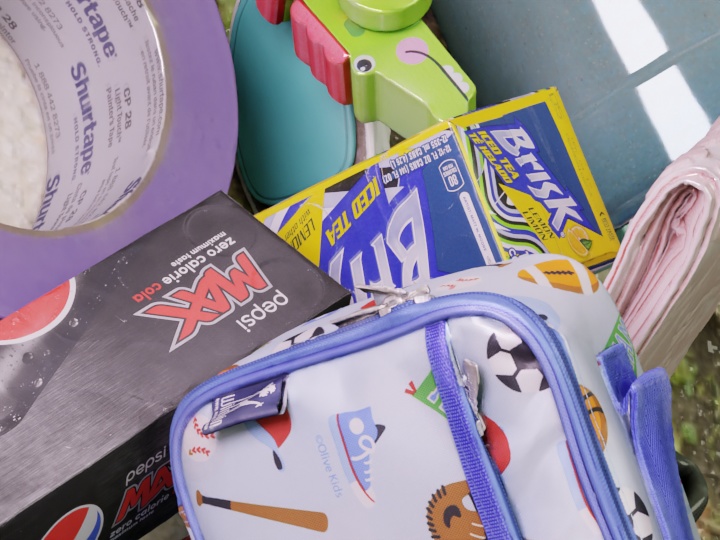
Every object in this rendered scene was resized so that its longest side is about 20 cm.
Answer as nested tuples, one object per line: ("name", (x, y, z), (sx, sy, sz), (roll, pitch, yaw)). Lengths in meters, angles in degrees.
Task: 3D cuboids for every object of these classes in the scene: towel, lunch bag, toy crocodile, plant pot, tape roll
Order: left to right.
("tape roll", (-0.148, -0.066, 0.969), (0.200, 0.085, 0.201), (17, 63, -36))
("toy crocodile", (-0.020, -0.118, 1.031), (0.062, 0.068, 0.200), (-30, 69, -15))
("lunch bag", (0.034, 0.096, 0.823), (0.076, 0.160, 0.201), (-27, 99, -58))
("plant pot", (0.116, -0.122, 1.158), (0.200, 0.200, 0.197), (-21, 79, -43))
("towel", (0.109, 0.010, 0.973), (0.032, 0.191, 0.200), (35, 29, 9))

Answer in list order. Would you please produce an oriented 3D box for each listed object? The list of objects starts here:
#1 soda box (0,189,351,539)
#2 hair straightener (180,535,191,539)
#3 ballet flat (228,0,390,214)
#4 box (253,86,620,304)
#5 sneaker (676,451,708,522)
("soda box", (-0.096, 0.053, 0.879), (0.071, 0.063, 0.200), (37, 48, 23))
("hair straightener", (-0.011, 0.102, 1.007), (0.200, 0.041, 0.077), (-25, 51, -26))
("ballet flat", (-0.008, -0.027, 1.097), (0.069, 0.069, 0.201), (-10, 85, -42))
("box", (0.000, 0.000, 0.991), (0.064, 0.200, 0.070), (-20, 87, -44))
("sneaker", (0.066, 0.114, 1.074), (0.074, 0.085, 0.200), (47, 37, 20))
